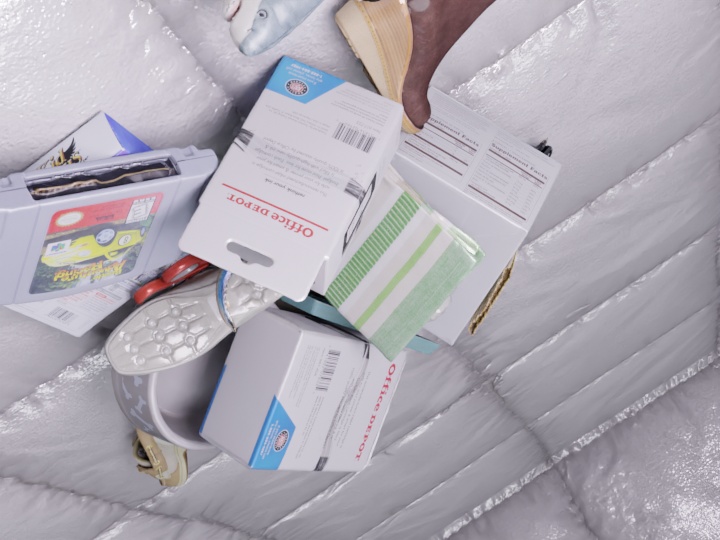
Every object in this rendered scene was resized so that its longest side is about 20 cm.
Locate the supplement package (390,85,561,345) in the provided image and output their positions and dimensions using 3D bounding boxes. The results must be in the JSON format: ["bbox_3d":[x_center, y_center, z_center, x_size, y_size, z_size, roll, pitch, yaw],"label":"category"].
[{"bbox_3d":[0.082,-0.052,1.162,0.111,0.155,0.201,-57,176,-41],"label":"supplement package"}]

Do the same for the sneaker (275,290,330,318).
[{"bbox_3d":[-0.064,0.031,1.310,0.074,0.107,0.202,0,121,-6],"label":"sneaker"}]

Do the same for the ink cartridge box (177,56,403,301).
[{"bbox_3d":[-0.055,-0.063,0.936,0.068,0.115,0.201,98,16,-62],"label":"ink cartridge box"}]

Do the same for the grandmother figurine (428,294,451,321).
[{"bbox_3d":[0.000,0.000,1.138,0.061,0.198,0.122,-55,154,-31],"label":"grandmother figurine"}]

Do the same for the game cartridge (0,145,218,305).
[{"bbox_3d":[-0.216,-0.032,0.904,0.198,0.041,0.133,-15,155,-36],"label":"game cartridge"}]

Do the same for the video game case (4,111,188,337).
[{"bbox_3d":[-0.233,-0.032,0.984,0.180,0.046,0.200,-35,157,6],"label":"video game case"}]

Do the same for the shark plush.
[{"bbox_3d":[-0.015,-0.218,0.840,0.198,0.084,0.091,-20,154,-26],"label":"shark plush"}]

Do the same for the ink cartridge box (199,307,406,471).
[{"bbox_3d":[-0.054,0.127,1.194,0.199,0.084,0.146,17,96,-55],"label":"ink cartridge box"}]

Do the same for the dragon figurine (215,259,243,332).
[{"bbox_3d":[-0.082,-0.052,1.009,0.098,0.202,0.059,-8,149,22],"label":"dragon figurine"}]

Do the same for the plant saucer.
[{"bbox_3d":[-0.001,0.055,1.234,0.199,0.070,0.019,21,91,-43],"label":"plant saucer"}]

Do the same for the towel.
[{"bbox_3d":[0.003,-0.033,1.085,0.153,0.200,0.023,-49,174,29],"label":"towel"}]

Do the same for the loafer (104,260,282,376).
[{"bbox_3d":[-0.151,0.041,1.086,0.198,0.071,0.070,-27,-179,-22],"label":"loafer"}]

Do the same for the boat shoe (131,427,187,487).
[{"bbox_3d":[-0.254,0.221,1.440,0.066,0.075,0.201,-10,150,-15],"label":"boat shoe"}]

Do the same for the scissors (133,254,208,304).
[{"bbox_3d":[-0.147,-0.013,1.114,0.073,0.014,0.200,-38,178,29],"label":"scissors"}]

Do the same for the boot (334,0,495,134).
[{"bbox_3d":[0.077,-0.209,0.988,0.165,0.073,0.200,-32,153,4],"label":"boot"}]

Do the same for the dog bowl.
[{"bbox_3d":[-0.157,0.095,1.191,0.198,0.058,0.203,-18,120,-36],"label":"dog bowl"}]

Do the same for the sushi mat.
[{"bbox_3d":[0.159,-0.012,1.281,0.096,0.012,0.200,-60,-179,31],"label":"sushi mat"}]

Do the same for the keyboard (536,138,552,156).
[{"bbox_3d":[0.174,-0.078,1.320,0.201,0.020,0.128,-55,173,-36],"label":"keyboard"}]
